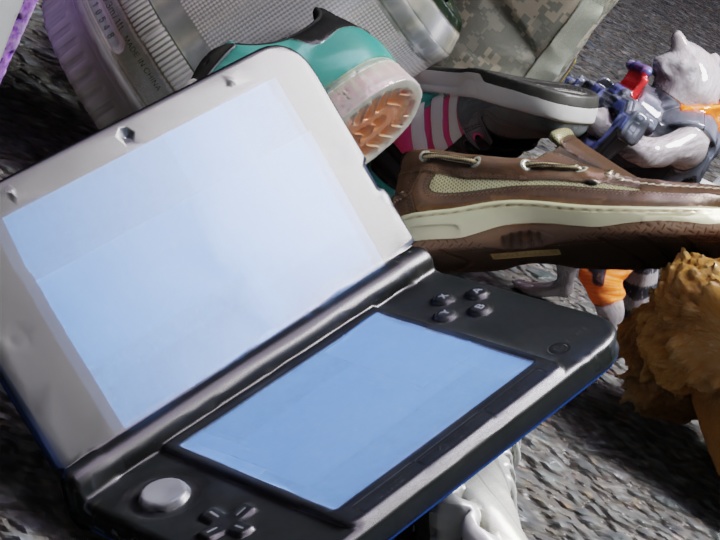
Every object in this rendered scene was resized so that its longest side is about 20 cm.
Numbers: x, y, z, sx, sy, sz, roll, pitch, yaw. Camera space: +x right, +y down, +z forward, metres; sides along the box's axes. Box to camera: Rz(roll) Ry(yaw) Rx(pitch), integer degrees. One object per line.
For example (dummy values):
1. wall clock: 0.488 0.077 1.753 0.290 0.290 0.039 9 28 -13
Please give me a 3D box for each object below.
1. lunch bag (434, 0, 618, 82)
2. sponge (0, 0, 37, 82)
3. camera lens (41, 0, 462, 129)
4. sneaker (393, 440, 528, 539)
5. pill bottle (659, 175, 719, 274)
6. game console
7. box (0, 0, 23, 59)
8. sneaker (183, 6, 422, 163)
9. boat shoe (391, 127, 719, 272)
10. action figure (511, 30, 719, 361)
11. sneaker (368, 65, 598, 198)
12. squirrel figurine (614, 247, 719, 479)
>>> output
1. lunch bag: 0.091 -0.179 1.262 0.117 0.164 0.200 22 27 -37
2. sponge: -0.214 -0.151 1.068 0.030 0.112 0.200 20 18 -20
3. camera lens: -0.056 -0.148 1.044 0.160 0.200 0.160 56 10 -15
4. sneaker: 0.036 0.079 0.764 0.081 0.075 0.200 -10 32 -20
5. pill bottle: 0.281 -0.002 1.284 0.199 0.113 0.113 25 18 1
6. game console: -0.028 0.009 0.705 0.170 0.119 0.200 15 37 42
7. box: -0.276 -0.114 0.861 0.199 0.125 0.097 28 18 10
8. sneaker: -0.070 -0.060 0.925 0.200 0.072 0.080 -32 62 -20
9. boat shoe: 0.116 -0.044 1.020 0.201 0.075 0.075 -1 -16 5
10. action figure: 0.165 -0.056 1.149 0.104 0.194 0.200 22 18 -8
11. sneaker: 0.064 -0.060 1.126 0.083 0.121 0.200 5 5 -30
12. squirrel figurine: 0.239 0.059 1.027 0.200 0.142 0.187 32 13 16
